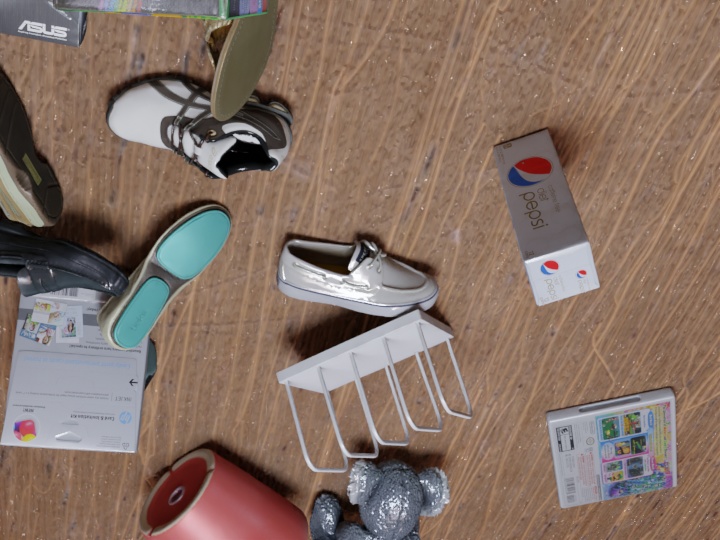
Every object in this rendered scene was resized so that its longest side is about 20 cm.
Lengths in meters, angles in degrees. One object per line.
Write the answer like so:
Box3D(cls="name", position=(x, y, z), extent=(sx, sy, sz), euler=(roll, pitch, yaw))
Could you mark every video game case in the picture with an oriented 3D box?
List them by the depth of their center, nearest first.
Box3D(cls="video game case", position=(0.369, 0.263, 1.350), extent=(0.178, 0.024, 0.203), euler=(-12, 127, 6))

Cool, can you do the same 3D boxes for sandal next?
Box3D(cls="sandal", position=(-0.121, -0.258, 0.891), extent=(0.069, 0.077, 0.215), euler=(32, 117, 19))

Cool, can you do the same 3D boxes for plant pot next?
Box3D(cls="plant pot", position=(-0.201, 0.362, 1.296), extent=(0.198, 0.202, 0.178), euler=(-32, 116, 20))

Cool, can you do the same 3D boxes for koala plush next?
Box3D(cls="koala plush", position=(0.035, 0.357, 1.322), extent=(0.174, 0.185, 0.203), euler=(14, 115, -15))

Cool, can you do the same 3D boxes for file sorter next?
Box3D(cls="file sorter", position=(0.025, 0.154, 1.142), extent=(0.197, 0.127, 0.138), euler=(-25, 160, 16))

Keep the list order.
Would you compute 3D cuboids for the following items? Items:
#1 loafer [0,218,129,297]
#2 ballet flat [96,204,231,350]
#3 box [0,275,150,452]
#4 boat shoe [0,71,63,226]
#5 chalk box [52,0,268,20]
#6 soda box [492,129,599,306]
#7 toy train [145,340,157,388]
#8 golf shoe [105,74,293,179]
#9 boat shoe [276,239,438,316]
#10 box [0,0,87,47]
Box3D(cls="loafer", position=(-0.352, -0.001, 1.026), extent=(0.196, 0.072, 0.068), euler=(17, 160, 10))
Box3D(cls="ballet flat", position=(-0.229, 0.000, 1.063), extent=(0.201, 0.069, 0.070), euler=(-50, 123, -9))
Box3D(cls="box", position=(-0.327, 0.105, 1.082), extent=(0.152, 0.205, 0.041), euler=(5, 168, -8))
Box3D(cls="boat shoe", position=(-0.385, -0.125, 0.968), extent=(0.074, 0.072, 0.203), euler=(-1, 130, 13))
Box3D(cls="chalk box", position=(-0.144, -0.279, 0.779), extent=(0.195, 0.124, 0.127), euler=(6, 108, 9))
Box3D(cls="soda box", position=(0.191, -0.060, 0.968), extent=(0.067, 0.202, 0.064), euler=(-17, 130, 11))
Box3D(cls="toy train", position=(-0.341, 0.152, 1.183), extent=(0.112, 0.086, 0.201), euler=(17, 126, -29))
Box3D(cls="golf shoe", position=(-0.167, -0.143, 0.949), extent=(0.195, 0.096, 0.079), euler=(3, 130, -4))
Box3D(cls="boat shoe", position=(0.000, 0.000, 1.092), extent=(0.195, 0.072, 0.071), euler=(10, 131, -3))
Box3D(cls="box", position=(-0.346, -0.302, 0.839), extent=(0.195, 0.049, 0.161), euler=(9, 128, -11))
